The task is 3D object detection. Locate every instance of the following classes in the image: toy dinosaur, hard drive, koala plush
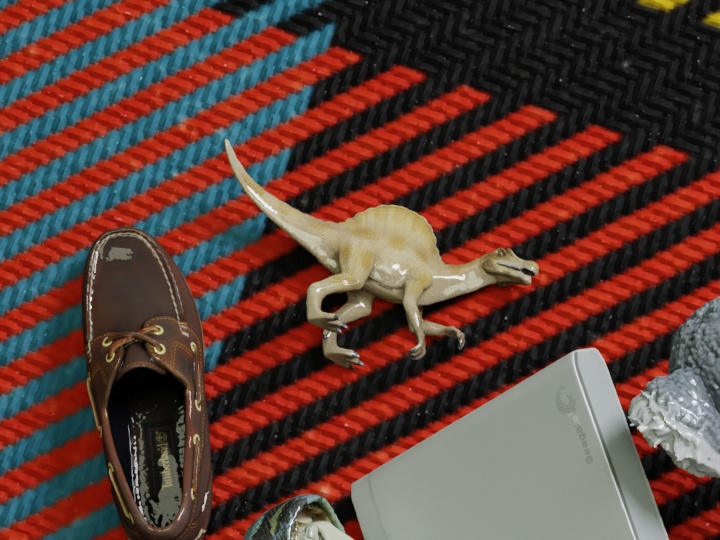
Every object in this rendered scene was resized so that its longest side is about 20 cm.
[{"bbox_3d":[0.000,0.000,1.554,0.199,0.058,0.102,18,62,0],"label":"toy dinosaur"},{"bbox_3d":[0.080,0.142,1.444,0.026,0.200,0.133,-4,69,-41],"label":"hard drive"},{"bbox_3d":[0.240,0.086,1.397,0.200,0.184,0.177,48,66,-13],"label":"koala plush"}]

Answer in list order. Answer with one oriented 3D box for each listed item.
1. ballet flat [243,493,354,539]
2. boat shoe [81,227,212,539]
[{"bbox_3d":[0.001,0.211,1.468,0.074,0.074,0.200,-31,72,-5],"label":"ballet flat"},{"bbox_3d":[-0.122,0.065,1.528,0.070,0.070,0.201,-14,73,1],"label":"boat shoe"}]
